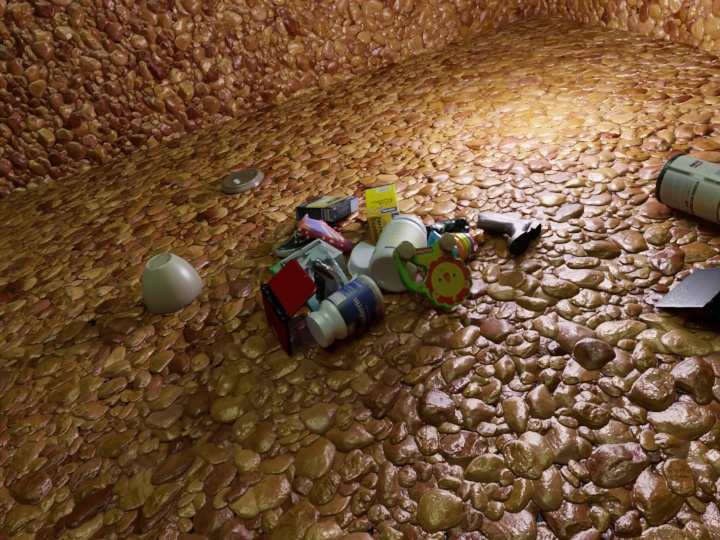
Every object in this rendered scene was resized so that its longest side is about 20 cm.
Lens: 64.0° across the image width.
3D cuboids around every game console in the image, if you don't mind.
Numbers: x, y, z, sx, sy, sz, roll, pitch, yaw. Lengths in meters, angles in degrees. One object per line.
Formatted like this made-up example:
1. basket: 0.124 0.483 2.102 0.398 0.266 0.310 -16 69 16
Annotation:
1. game console: -0.191 0.096 1.583 0.116 0.176 0.200 -17 31 -19

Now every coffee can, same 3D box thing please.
1. coffee can: 0.943 -0.223 1.583 0.144 0.149 0.200 -27 35 -17

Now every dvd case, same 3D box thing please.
1. dvd case: -0.121 0.025 1.673 0.144 0.022 0.202 -30 74 -22

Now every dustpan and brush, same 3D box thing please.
1. dustpan and brush: 0.000 0.000 1.746 0.137 0.058 0.199 23 41 26

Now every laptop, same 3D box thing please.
1. laptop: 0.828 0.081 1.318 0.185 0.117 0.201 -31 65 -21

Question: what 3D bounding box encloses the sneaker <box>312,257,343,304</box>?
1. sneaker: -0.095 0.039 1.555 0.074 0.201 0.079 39 73 26

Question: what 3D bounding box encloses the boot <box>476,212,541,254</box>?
1. boot: 0.414 -0.118 1.725 0.197 0.066 0.185 21 35 37

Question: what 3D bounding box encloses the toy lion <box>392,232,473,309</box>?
1. toy lion: 0.198 0.009 1.534 0.195 0.197 0.069 -10 -10 -14

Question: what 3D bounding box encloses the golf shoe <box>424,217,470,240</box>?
1. golf shoe: 0.245 -0.114 1.799 0.195 0.080 0.095 -11 9 13

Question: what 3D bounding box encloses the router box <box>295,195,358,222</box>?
1. router box: -0.117 -0.222 2.054 0.153 0.054 0.199 4 20 26

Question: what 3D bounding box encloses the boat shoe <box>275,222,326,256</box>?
1. boat shoe: -0.201 -0.110 1.967 0.196 0.065 0.071 -23 34 -11

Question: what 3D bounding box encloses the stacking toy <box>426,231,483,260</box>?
1. stacking toy: 0.292 -0.073 1.692 0.197 0.112 0.115 -25 47 -34

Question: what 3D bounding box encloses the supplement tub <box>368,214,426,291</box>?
1. supplement tub: 0.114 -0.054 1.675 0.141 0.147 0.202 1 40 23

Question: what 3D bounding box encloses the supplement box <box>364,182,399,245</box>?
1. supplement box: 0.078 -0.191 1.927 0.106 0.111 0.202 -11 33 5

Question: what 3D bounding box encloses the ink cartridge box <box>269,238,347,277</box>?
1. ink cartridge box: -0.158 0.001 1.771 0.198 0.085 0.146 -33 38 -24

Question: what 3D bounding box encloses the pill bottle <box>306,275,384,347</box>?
1. pill bottle: -0.041 0.110 1.538 0.198 0.118 0.115 -33 37 -24

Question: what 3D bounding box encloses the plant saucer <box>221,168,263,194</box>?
1. plant saucer: -0.524 -0.400 2.551 0.194 0.030 0.202 -10 35 7

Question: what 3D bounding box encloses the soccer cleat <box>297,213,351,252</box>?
1. soccer cleat: -0.114 -0.125 1.901 0.196 0.067 0.078 20 66 13

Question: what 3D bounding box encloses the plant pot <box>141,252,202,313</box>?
1. plant pot: -0.634 0.023 1.890 0.195 0.137 0.202 -10 33 7
